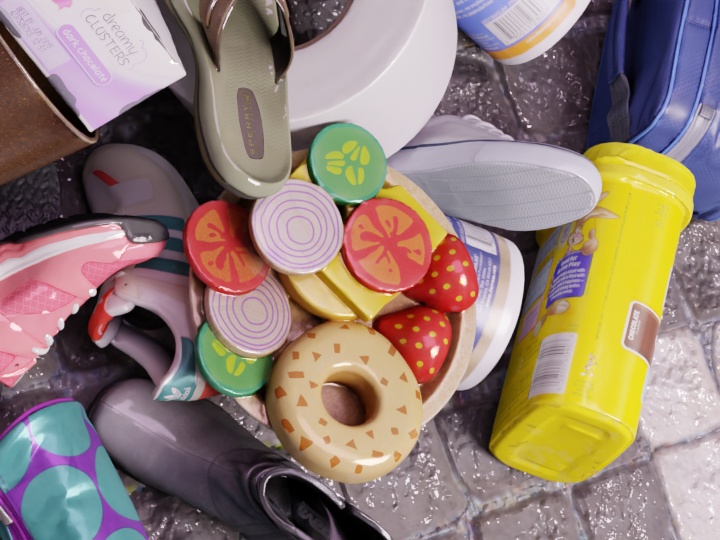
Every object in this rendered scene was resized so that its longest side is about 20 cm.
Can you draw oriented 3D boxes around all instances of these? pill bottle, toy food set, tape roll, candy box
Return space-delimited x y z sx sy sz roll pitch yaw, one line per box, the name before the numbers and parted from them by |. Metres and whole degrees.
pill bottle | 0.073 -0.252 1.393 0.200 0.112 0.112 39 57 -25
pill bottle | 0.000 0.000 1.281 0.199 0.111 0.112 20 63 -18
toy food set | -0.016 0.015 1.180 0.198 0.049 0.200 44 65 -5
tape roll | -0.041 -0.174 1.262 0.201 0.139 0.204 -2 77 10
candy box | -0.191 -0.208 1.121 0.071 0.168 0.200 -29 45 5

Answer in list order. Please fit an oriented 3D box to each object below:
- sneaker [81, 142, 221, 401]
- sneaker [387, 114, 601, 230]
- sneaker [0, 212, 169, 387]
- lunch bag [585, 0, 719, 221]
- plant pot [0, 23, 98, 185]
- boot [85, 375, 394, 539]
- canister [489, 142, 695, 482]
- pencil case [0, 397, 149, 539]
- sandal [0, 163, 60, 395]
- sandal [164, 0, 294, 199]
sneaker | -0.140 0.000 1.211 0.093 0.070 0.200 -16 62 -38
sneaker | 0.075 -0.077 1.316 0.071 0.199 0.073 -64 147 -35
sneaker | -0.207 0.023 1.155 0.199 0.074 0.087 -19 99 -14
lunch bag | 0.252 -0.155 1.454 0.132 0.136 0.201 21 62 -18
plant pot | -0.290 -0.103 1.129 0.199 0.187 0.188 -32 85 4
boot | -0.071 0.126 1.176 0.199 0.132 0.070 29 80 -13
canister | 0.160 0.033 1.328 0.086 0.149 0.201 20 64 -6
pencil case | -0.166 0.182 1.141 0.092 0.085 0.201 -21 80 -48
sandal | -0.245 0.012 1.197 0.075 0.048 0.202 18 76 -16
sandal | -0.068 -0.145 1.144 0.079 0.057 0.202 -6 78 -38
